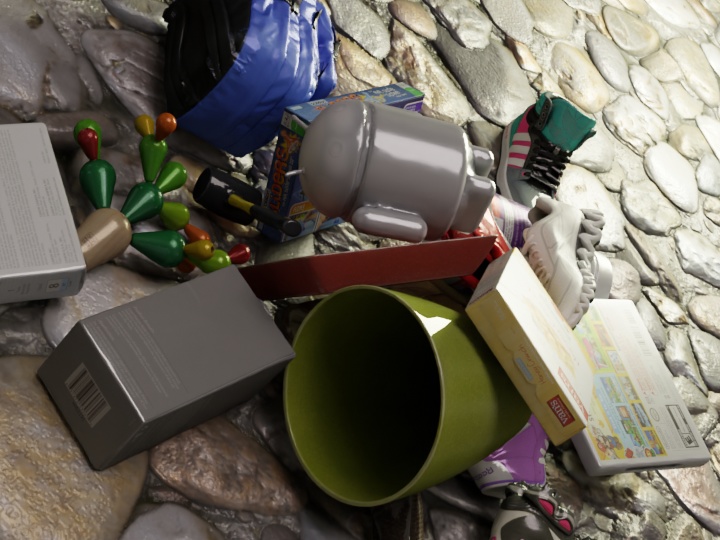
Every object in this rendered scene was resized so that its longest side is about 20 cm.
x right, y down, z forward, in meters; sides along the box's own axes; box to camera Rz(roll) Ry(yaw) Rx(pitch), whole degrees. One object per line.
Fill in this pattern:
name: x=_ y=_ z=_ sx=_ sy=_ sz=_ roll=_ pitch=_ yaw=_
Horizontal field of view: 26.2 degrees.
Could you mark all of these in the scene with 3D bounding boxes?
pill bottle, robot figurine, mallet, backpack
pill bottle: x=0.176 y=-0.011 z=1.694 sx=0.198 sy=0.111 sz=0.112 roll=21 pitch=44 yaw=-27
robot figurine: x=0.027 y=-0.095 z=1.459 sx=0.198 sy=0.114 sz=0.171 roll=13 pitch=42 yaw=-12
mallet: x=-0.092 y=-0.053 z=1.460 sx=0.065 sy=0.042 sz=0.199 roll=26 pitch=1 yaw=-34
backpack: x=-0.106 y=-0.219 z=1.583 sx=0.167 sy=0.162 sz=0.201 roll=28 pitch=40 yaw=-25

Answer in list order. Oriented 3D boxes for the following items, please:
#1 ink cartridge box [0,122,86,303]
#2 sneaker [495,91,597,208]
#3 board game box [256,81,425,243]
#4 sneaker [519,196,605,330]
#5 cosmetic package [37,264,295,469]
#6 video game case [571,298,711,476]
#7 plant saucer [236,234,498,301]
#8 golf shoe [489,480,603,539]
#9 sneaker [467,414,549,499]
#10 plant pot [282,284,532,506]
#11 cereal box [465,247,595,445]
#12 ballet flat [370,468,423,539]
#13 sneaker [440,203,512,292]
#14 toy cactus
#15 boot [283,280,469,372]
ink cartridge box: x=-0.347 y=-0.045 z=1.314 sx=0.198 sy=0.047 sz=0.161 roll=-7 pitch=59 yaw=-25
sneaker: x=0.229 y=-0.141 z=1.852 sx=0.083 sy=0.121 sz=0.201 roll=27 pitch=42 yaw=-21
board game box: x=-0.018 y=-0.114 z=1.589 sx=0.034 sy=0.137 sz=0.199 roll=30 pitch=29 yaw=28
sneaker: x=0.197 y=-0.001 z=1.581 sx=0.080 sy=0.075 sz=0.201 roll=27 pitch=40 yaw=-9
cosmetic package: x=-0.162 y=0.079 z=1.326 sx=0.199 sy=0.090 sz=0.107 roll=-18 pitch=69 yaw=-52
video game case: x=0.260 y=0.117 z=1.603 sx=0.181 sy=0.023 sz=0.202 roll=3 pitch=54 yaw=-41
plant saucer: x=0.000 y=0.000 z=1.448 sx=0.198 sy=0.199 sz=0.037 roll=-6 pitch=89 yaw=-26
golf shoe: x=0.199 y=0.288 z=1.493 sx=0.200 sy=0.077 sz=0.089 roll=40 pitch=68 yaw=-19
sneaker: x=0.169 y=0.171 z=1.568 sx=0.199 sy=0.073 sz=0.115 roll=-18 pitch=77 yaw=-43
plant pot: x=0.064 y=0.110 z=1.394 sx=0.199 sy=0.187 sz=0.188 roll=3 pitch=53 yaw=-48
cereal box: x=0.158 y=0.064 z=1.403 sx=0.145 sy=0.039 sz=0.200 roll=56 pitch=15 yaw=-4
ballet flat: x=0.032 y=0.265 z=1.363 sx=0.201 sy=0.067 sz=0.047 roll=-89 pitch=155 yaw=-46
sneaker: x=0.102 y=-0.058 z=1.547 sx=0.201 sy=0.078 sz=0.116 roll=55 pitch=4 yaw=6
toy cactus: x=-0.203 y=-0.054 z=1.414 sx=0.201 sy=0.102 sz=0.165 roll=51 pitch=47 yaw=-6
boot: x=0.048 y=0.073 z=1.519 sx=0.174 sy=0.067 sz=0.199 roll=32 pitch=28 yaw=31
